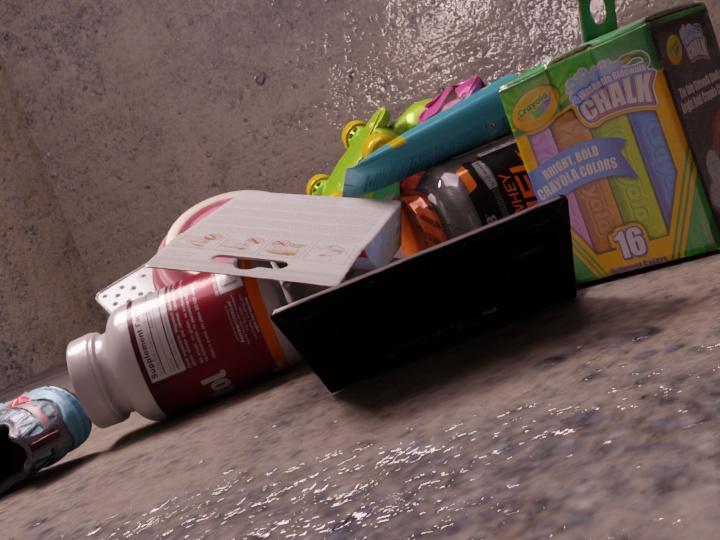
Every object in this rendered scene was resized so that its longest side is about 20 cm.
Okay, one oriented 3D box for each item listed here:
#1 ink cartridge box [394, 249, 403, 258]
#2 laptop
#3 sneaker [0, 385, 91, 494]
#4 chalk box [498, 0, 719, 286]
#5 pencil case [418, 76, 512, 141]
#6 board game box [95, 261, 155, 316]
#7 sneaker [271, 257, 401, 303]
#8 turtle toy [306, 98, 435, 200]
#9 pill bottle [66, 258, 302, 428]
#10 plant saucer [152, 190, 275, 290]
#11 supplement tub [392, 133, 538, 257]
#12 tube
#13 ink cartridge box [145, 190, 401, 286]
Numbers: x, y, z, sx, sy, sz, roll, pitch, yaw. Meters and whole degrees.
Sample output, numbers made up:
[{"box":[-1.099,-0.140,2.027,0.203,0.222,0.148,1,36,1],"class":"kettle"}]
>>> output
[{"box":[0.041,-0.014,0.940,0.201,0.039,0.099,-55,-1,10],"class":"ink cartridge box"},{"box":[0.042,-0.007,0.611,0.184,0.117,0.201,-22,-30,5],"class":"laptop"},{"box":[-0.342,0.164,0.787,0.198,0.080,0.096,-25,9,23],"class":"sneaker"},{"box":[0.190,-0.111,0.632,0.123,0.203,0.124,-18,5,42],"class":"chalk box"},{"box":[0.143,-0.113,0.935,0.091,0.200,0.094,-41,25,1],"class":"pencil case"},{"box":[-0.160,0.030,0.966,0.199,0.026,0.199,-34,46,-26],"class":"board game box"},{"box":[-0.023,0.008,0.819,0.198,0.089,0.076,-5,46,50],"class":"sneaker"},{"box":[0.026,-0.112,0.987,0.201,0.100,0.146,-55,20,6],"class":"turtle toy"},{"box":[-0.160,0.068,0.810,0.197,0.115,0.113,-22,4,-2],"class":"pill bottle"},{"box":[-0.136,-0.025,0.965,0.196,0.051,0.202,-5,41,4],"class":"plant saucer"},{"box":[0.136,-0.060,0.828,0.197,0.124,0.122,-24,4,-12],"class":"supplement tub"},{"box":[0.070,-0.121,0.824,0.198,0.051,0.078,-28,-19,-13],"class":"tube"},{"box":[-0.062,-0.015,0.729,0.157,0.048,0.200,5,23,15],"class":"ink cartridge box"}]
